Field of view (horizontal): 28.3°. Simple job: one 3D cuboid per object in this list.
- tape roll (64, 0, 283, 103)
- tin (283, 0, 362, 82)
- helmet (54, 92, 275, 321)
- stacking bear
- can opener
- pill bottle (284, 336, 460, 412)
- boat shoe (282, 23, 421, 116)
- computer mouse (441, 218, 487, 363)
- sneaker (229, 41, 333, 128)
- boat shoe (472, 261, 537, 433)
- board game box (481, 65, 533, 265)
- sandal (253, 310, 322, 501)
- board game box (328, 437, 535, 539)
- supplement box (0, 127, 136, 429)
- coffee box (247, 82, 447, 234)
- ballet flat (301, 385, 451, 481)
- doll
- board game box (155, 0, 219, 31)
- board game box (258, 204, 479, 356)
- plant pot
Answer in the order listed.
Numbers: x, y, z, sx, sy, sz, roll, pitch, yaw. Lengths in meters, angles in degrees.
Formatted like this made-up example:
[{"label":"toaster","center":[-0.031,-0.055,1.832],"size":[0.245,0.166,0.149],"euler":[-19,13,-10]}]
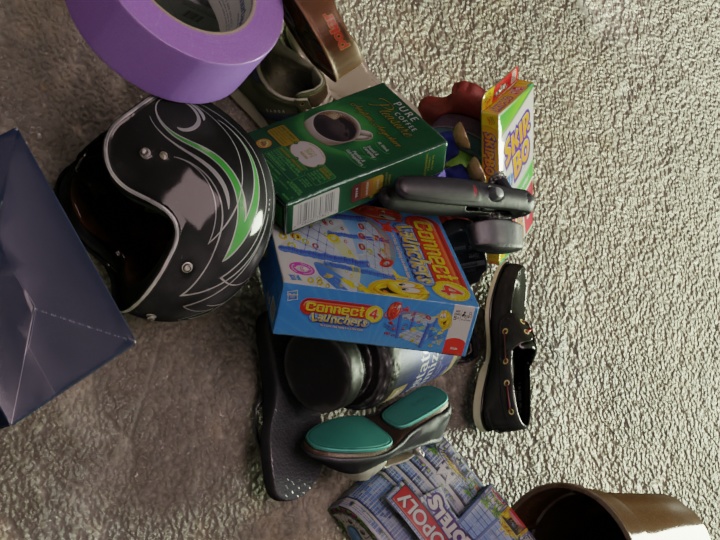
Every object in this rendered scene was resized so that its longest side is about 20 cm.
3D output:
[{"label":"tape roll","center":[-0.169,-0.253,1.297],"size":[0.198,0.066,0.202],"euler":[23,48,-27]},{"label":"tin","center":[-0.048,-0.250,1.405],"size":[0.041,0.200,0.113],"euler":[-28,113,-4]},{"label":"helmet","center":[-0.172,-0.056,1.329],"size":[0.192,0.199,0.200],"euler":[52,52,-7]},{"label":"stacking bear","center":[0.093,-0.092,1.606],"size":[0.113,0.121,0.202],"euler":[34,68,-20]},{"label":"can opener","center":[0.104,-0.070,1.459],"size":[0.198,0.063,0.080],"euler":[12,56,-42]},{"label":"pill bottle","center":[0.014,0.078,1.467],"size":[0.199,0.111,0.113],"euler":[-19,90,-52]},{"label":"boat shoe","center":[-0.017,-0.206,1.575],"size":[0.199,0.059,0.072],"euler":[40,70,-22]},{"label":"computer mouse","center":[0.109,0.021,1.572],"size":[0.058,0.202,0.034],"euler":[-8,39,-5]},{"label":"sneaker","center":[-0.061,-0.173,1.509],"size":[0.200,0.089,0.068],"euler":[42,55,-23]},{"label":"boat shoe","center":[0.175,0.087,1.637],"size":[0.074,0.062,0.204],"euler":[37,55,-53]},{"label":"board game box","center":[0.163,-0.117,1.581],"size":[0.095,0.030,0.203],"euler":[-43,135,-48]},{"label":"sandal","center":[-0.079,0.139,1.451],"size":[0.076,0.043,0.203],"euler":[20,56,-41]},{"label":"board game box","center":[0.070,0.291,1.486],"size":[0.201,0.062,0.200],"euler":[51,51,-1]},{"label":"supplement box","center":[-0.325,0.024,1.173],"size":[0.134,0.199,0.202],"euler":[-34,99,-39]},{"label":"coffee box","center":[-0.023,-0.116,1.446],"size":[0.198,0.044,0.123],"euler":[-24,49,-27]},{"label":"ballet flat","center":[0.018,0.178,1.458],"size":[0.198,0.073,0.074],"euler":[-17,89,-42]},{"label":"doll","center":[0.028,-0.091,1.529],"size":[0.198,0.048,0.138],"euler":[-25,93,-3]},{"label":"board game box","center":[-0.166,-0.337,1.460],"size":[0.104,0.103,0.203],"euler":[21,66,-31]},{"label":"board game box","center":[0.000,0.000,1.417],"size":[0.193,0.201,0.057],"euler":[7,117,-15]},{"label":"plant pot","center":[0.286,0.334,1.597],"size":[0.197,0.199,0.204],"euler":[4,75,-45]}]
